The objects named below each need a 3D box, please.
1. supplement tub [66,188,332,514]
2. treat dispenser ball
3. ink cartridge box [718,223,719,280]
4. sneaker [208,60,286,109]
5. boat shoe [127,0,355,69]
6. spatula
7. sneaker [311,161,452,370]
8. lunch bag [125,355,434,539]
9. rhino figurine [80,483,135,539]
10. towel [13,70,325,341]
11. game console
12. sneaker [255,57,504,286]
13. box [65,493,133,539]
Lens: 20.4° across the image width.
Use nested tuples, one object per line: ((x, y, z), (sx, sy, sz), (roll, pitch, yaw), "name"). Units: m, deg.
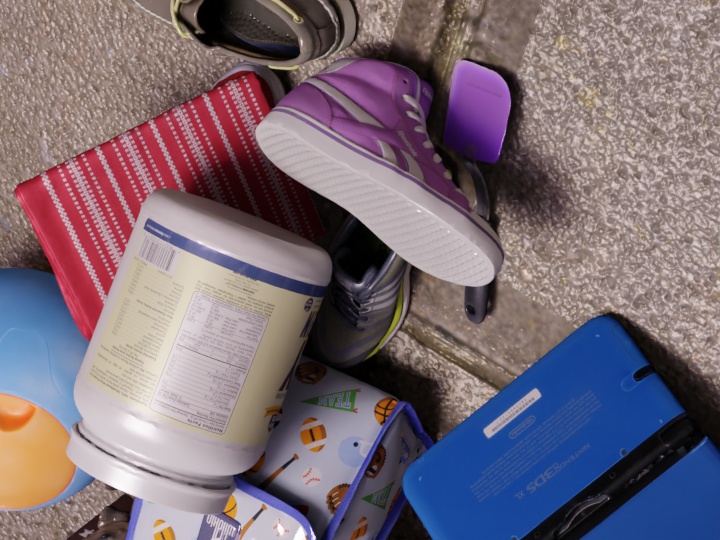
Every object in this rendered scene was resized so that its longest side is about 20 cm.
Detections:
((-0.117, 0.057, 1.419), (0.145, 0.145, 0.201), (24, 96, 24), "supplement tub")
((-0.287, 0.099, 1.662), (0.200, 0.201, 0.202), (17, 122, 29), "treat dispenser ball")
((0.311, 0.058, 1.277), (0.146, 0.084, 0.201), (12, 120, 32), "ink cartridge box")
((-0.134, -0.072, 1.517), (0.071, 0.112, 0.200), (45, 131, 7), "sneaker")
((-0.102, -0.195, 1.462), (0.201, 0.060, 0.072), (19, 123, 28), "boat shoe")
((0.084, -0.050, 1.428), (0.056, 0.021, 0.201), (25, 130, 40), "spatula")
((0.000, 0.000, 1.478), (0.074, 0.081, 0.200), (35, 129, 17), "sneaker")
((-0.067, 0.168, 1.523), (0.170, 0.200, 0.124), (24, 162, 27), "lunch bag")
((-0.169, 0.195, 1.632), (0.087, 0.200, 0.060), (13, 118, 20), "rhino figurine")
((-0.140, -0.044, 1.479), (0.145, 0.199, 0.022), (66, 173, -25), "towel")
((0.161, 0.165, 1.425), (0.200, 0.118, 0.171), (-39, 56, 8), "game console")
((0.038, -0.080, 1.383), (0.200, 0.114, 0.073), (37, 151, 16), "sneaker")
((-0.189, 0.254, 1.671), (0.100, 0.200, 0.075), (22, 124, 25), "box")
